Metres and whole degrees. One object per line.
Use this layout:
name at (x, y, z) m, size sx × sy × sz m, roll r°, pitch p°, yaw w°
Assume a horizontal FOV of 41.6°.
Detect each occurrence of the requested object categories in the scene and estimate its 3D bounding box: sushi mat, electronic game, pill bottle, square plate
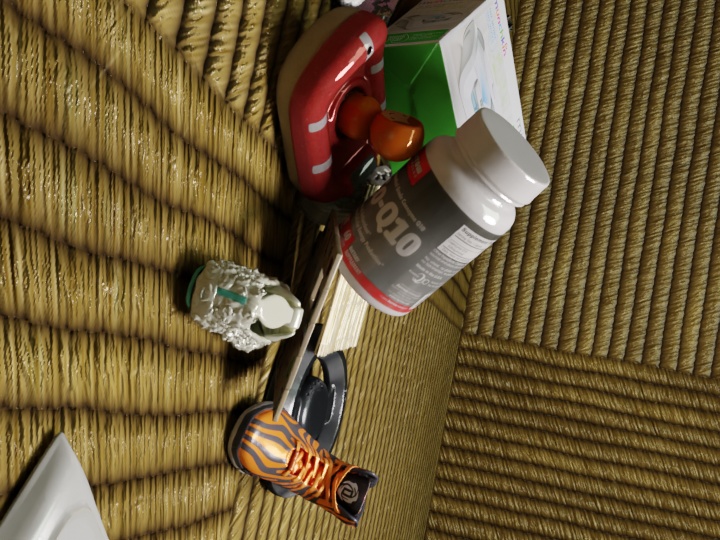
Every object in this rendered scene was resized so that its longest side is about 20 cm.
sushi mat at (0.000, 0.000, 1.047) m, size 0.096 × 0.012 × 0.201 m, roll -12°, pitch 122°, yaw -65°
electronic game at (-0.064, 0.159, 1.086) m, size 0.200 × 0.041 × 0.202 m, roll 10°, pitch 90°, yaw -70°
pill bottle at (0.075, -0.057, 0.918) m, size 0.200 × 0.114 × 0.114 m, roll -42°, pitch -175°, yaw 26°
square plate at (-0.196, 0.236, 0.574) m, size 0.201 × 0.028 × 0.199 m, roll 87°, pitch 17°, yaw -44°

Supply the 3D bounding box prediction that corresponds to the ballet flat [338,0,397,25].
ballet flat at (0.019, -0.333, 1.068) m, size 0.071 × 0.069 × 0.201 m, roll 60°, pitch 33°, yaw -30°

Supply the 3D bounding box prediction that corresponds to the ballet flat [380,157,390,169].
ballet flat at (0.043, -0.169, 1.161) m, size 0.072 × 0.071 × 0.201 m, roll 24°, pitch 45°, yaw -77°

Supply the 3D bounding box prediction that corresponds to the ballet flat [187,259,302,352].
ballet flat at (-0.086, 0.036, 0.806) m, size 0.200 × 0.071 × 0.072 m, roll 29°, pitch 71°, yaw -78°

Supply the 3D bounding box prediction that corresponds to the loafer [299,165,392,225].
loafer at (-0.013, -0.075, 1.078) m, size 0.070 × 0.070 × 0.200 m, roll -44°, pitch 167°, yaw 26°

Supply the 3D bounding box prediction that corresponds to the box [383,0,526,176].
box at (0.099, -0.184, 1.044) m, size 0.177 × 0.096 × 0.201 m, roll -48°, pitch 132°, yaw -46°

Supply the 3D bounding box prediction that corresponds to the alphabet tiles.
alphabet tiles at (-0.053, 0.032, 0.925) m, size 0.200 × 0.008 × 0.168 m, roll -100°, pitch -150°, yaw -73°

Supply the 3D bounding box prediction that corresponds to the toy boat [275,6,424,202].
toy boat at (0.002, -0.146, 0.900) m, size 0.131 × 0.130 × 0.201 m, roll -50°, pitch 153°, yaw -30°

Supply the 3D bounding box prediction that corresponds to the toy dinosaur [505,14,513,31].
toy dinosaur at (0.117, -0.299, 1.202) m, size 0.102 × 0.135 × 0.200 m, roll 46°, pitch 12°, yaw -41°

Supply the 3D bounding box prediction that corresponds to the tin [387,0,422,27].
tin at (0.063, -0.325, 1.174) m, size 0.112 × 0.042 × 0.200 m, roll -57°, pitch -173°, yaw 31°

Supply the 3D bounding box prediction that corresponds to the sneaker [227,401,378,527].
sneaker at (-0.045, 0.196, 0.954) m, size 0.078 × 0.112 × 0.200 m, roll -64°, pitch 147°, yaw -11°

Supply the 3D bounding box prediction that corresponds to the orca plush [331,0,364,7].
orca plush at (-0.014, -0.361, 0.937) m, size 0.105 × 0.071 × 0.202 m, roll -12°, pitch 106°, yaw -29°
